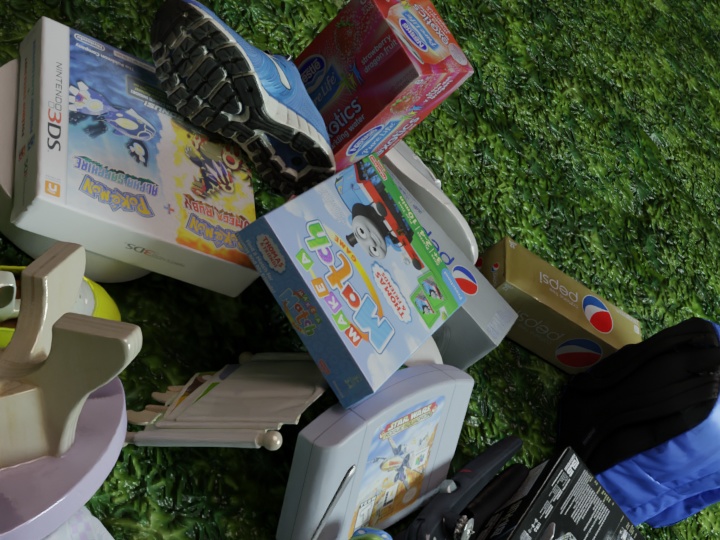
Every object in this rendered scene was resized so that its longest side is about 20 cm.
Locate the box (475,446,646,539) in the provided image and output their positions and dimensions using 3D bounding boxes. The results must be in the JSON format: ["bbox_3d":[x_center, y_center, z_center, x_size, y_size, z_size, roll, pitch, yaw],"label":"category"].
[{"bbox_3d":[0.167,0.278,1.023,0.164,0.086,0.200,50,38,-1],"label":"box"}]

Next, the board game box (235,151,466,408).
[{"bbox_3d":[0.000,0.000,0.947,0.152,0.036,0.200,58,32,-3],"label":"board game box"}]

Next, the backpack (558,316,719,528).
[{"bbox_3d":[0.313,0.148,1.182,0.167,0.200,0.163,30,41,-23],"label":"backpack"}]

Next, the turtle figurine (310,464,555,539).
[{"bbox_3d":[0.004,0.247,0.805,0.143,0.199,0.195,32,52,-29],"label":"turtle figurine"}]

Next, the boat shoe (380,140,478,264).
[{"bbox_3d":[0.050,-0.082,1.223,0.200,0.072,0.068,42,38,4],"label":"boat shoe"}]

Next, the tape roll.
[{"bbox_3d":[-0.222,-0.085,0.971,0.202,0.037,0.204,27,43,-28],"label":"tape roll"}]

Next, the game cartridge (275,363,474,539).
[{"bbox_3d":[0.017,0.146,0.952,0.041,0.134,0.199,32,30,29],"label":"game cartridge"}]

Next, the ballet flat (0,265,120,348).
[{"bbox_3d":[-0.242,0.022,0.840,0.199,0.067,0.067,4,56,-43],"label":"ballet flat"}]

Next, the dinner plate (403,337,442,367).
[{"bbox_3d":[0.000,0.019,1.044,0.200,0.024,0.200,37,12,-9],"label":"dinner plate"}]

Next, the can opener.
[{"bbox_3d":[0.089,0.191,1.007,0.200,0.078,0.064,-34,121,-48],"label":"can opener"}]

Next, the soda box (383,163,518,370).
[{"bbox_3d":[0.055,0.001,1.152,0.200,0.068,0.063,49,37,-3],"label":"soda box"}]

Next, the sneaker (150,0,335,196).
[{"bbox_3d":[-0.097,-0.151,0.999,0.200,0.078,0.090,46,25,-32],"label":"sneaker"}]

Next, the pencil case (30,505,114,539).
[{"bbox_3d":[-0.149,0.240,0.745,0.200,0.083,0.091,48,45,-3],"label":"pencil case"}]

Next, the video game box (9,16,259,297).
[{"bbox_3d":[-0.175,-0.089,0.955,0.199,0.047,0.184,20,50,-36],"label":"video game box"}]

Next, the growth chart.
[{"bbox_3d":[-0.084,0.092,0.898,0.200,0.143,0.018,-33,120,-63],"label":"growth chart"}]

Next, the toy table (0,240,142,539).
[{"bbox_3d":[-0.218,0.074,0.737,0.182,0.118,0.200,3,28,4],"label":"toy table"}]

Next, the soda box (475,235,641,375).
[{"bbox_3d":[0.203,0.048,1.261,0.199,0.068,0.064,30,43,-24],"label":"soda box"}]

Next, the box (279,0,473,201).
[{"bbox_3d":[-0.007,-0.162,1.115,0.095,0.200,0.100,-15,71,-51],"label":"box"}]
